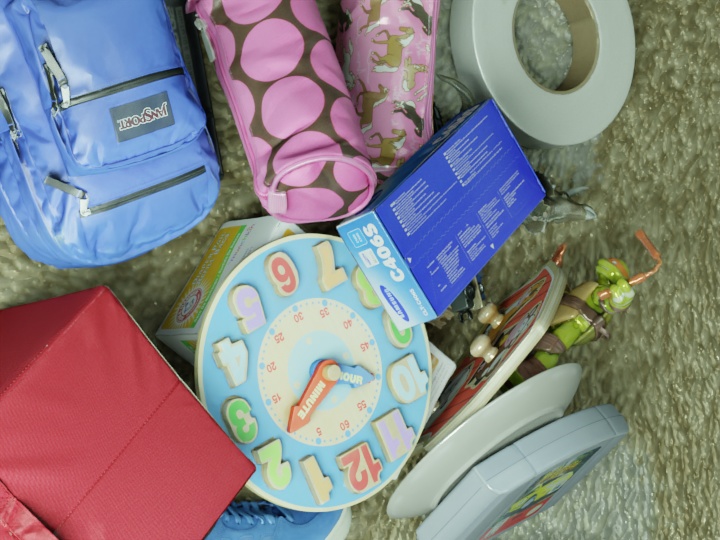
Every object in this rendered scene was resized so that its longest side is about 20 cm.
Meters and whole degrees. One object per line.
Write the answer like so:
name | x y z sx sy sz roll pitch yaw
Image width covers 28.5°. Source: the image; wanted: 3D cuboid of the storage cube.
storage cube | -0.213 0.138 0.939 0.171 0.199 0.180 52 56 -20

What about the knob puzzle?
knob puzzle | 0.101 0.062 1.155 0.030 0.220 0.220 38 66 -3

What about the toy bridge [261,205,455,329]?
toy bridge | 0.000 0.000 1.161 0.199 0.027 0.068 30 29 -30

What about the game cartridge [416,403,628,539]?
game cartridge | 0.140 0.175 1.193 0.199 0.134 0.041 -16 57 -45

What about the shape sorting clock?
shape sorting clock | -0.029 0.073 1.031 0.198 0.039 0.203 2 86 -35

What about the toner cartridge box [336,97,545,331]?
toner cartridge box | 0.067 -0.047 1.101 0.095 0.043 0.200 58 43 -11

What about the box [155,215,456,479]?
box | -0.042 0.062 1.108 0.200 0.101 0.113 42 66 -25

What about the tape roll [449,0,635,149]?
tape roll | 0.168 -0.213 1.299 0.201 0.037 0.205 2 87 -33

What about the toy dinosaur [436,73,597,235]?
toy dinosaur | 0.118 -0.088 1.243 0.200 0.102 0.077 43 110 -12

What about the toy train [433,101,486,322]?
toy train | 0.070 -0.054 1.207 0.046 0.034 0.202 6 69 -60

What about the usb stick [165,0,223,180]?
usb stick | -0.146 -0.158 1.090 0.055 0.033 0.202 -12 95 -26

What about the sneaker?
sneaker | -0.099 0.191 1.078 0.199 0.077 0.112 -26 112 -25

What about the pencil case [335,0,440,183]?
pencil case | 0.024 -0.169 1.170 0.082 0.086 0.203 6 87 -27

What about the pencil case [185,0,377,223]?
pencil case | -0.059 -0.131 1.040 0.093 0.091 0.201 -10 60 -22

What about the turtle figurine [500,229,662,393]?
turtle figurine | 0.177 0.042 1.214 0.161 0.200 0.065 -45 105 -12

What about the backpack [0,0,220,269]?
backpack | -0.189 -0.101 0.980 0.161 0.167 0.202 -21 102 -25

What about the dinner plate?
dinner plate | 0.107 0.147 1.160 0.199 0.201 0.024 -24 67 -32
